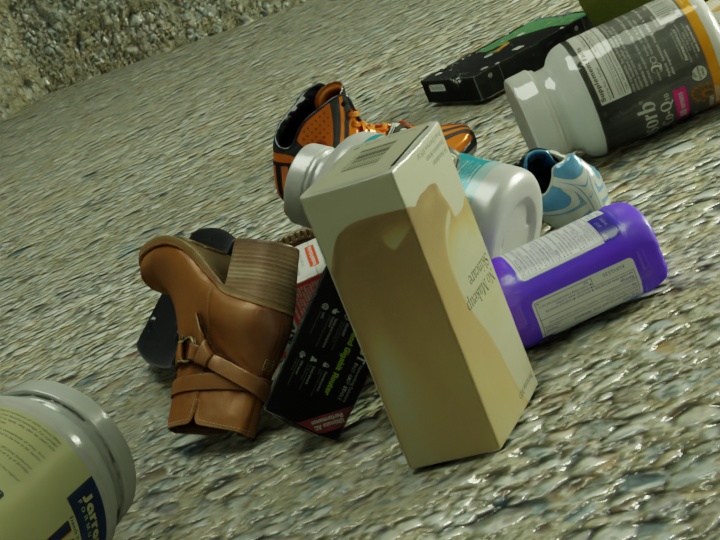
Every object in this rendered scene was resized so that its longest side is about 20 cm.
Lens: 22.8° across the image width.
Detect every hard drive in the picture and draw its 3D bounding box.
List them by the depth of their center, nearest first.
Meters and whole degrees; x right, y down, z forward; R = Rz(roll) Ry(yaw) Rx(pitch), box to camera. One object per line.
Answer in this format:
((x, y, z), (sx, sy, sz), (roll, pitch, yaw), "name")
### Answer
((-0.145, 0.030, 1.595), (0.136, 0.042, 0.200), (-64, 15, -5), "hard drive")
((0.190, -0.266, 2.229), (0.199, 0.038, 0.139), (-31, 17, -23), "hard drive")

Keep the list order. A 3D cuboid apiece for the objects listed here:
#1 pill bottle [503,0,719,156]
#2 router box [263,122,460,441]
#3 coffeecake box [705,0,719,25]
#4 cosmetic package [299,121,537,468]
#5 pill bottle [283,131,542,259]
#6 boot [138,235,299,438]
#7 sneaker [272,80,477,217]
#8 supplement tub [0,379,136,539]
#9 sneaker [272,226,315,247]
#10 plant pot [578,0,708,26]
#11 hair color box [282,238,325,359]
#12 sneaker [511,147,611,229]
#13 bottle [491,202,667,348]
((0.245, -0.178, 1.695), (0.199, 0.117, 0.116), (-24, 15, 1), "pill bottle")
((0.003, 0.007, 1.319), (0.150, 0.062, 0.201), (-70, 5, -68), "router box")
((0.447, -0.259, 1.745), (0.153, 0.073, 0.199), (-33, 18, -32), "coffeecake box")
((0.042, 0.016, 1.176), (0.071, 0.201, 0.105), (-15, 18, 26), "cosmetic package")
((0.039, -0.048, 1.445), (0.199, 0.112, 0.111), (15, 34, 27), "pill bottle")
((-0.131, 0.054, 1.425), (0.073, 0.156, 0.199), (18, -11, -35), "boot")
((0.012, -0.125, 1.639), (0.199, 0.113, 0.078), (-21, 23, -19), "sneaker")
((-0.254, 0.174, 1.197), (0.144, 0.146, 0.200), (-14, 18, 33), "supplement tub")
((-0.013, -0.032, 1.675), (0.199, 0.072, 0.113), (-18, 18, -7), "sneaker")
((0.355, -0.363, 2.093), (0.199, 0.188, 0.187), (-32, 8, 34), "plant pot")
((0.000, 0.000, 1.563), (0.199, 0.064, 0.111), (-23, 17, 0), "hair color box")
((0.152, -0.076, 1.576), (0.072, 0.073, 0.200), (-31, 15, -20), "sneaker")
((0.122, 0.018, 1.307), (0.199, 0.066, 0.084), (-25, 15, -3), "bottle")
